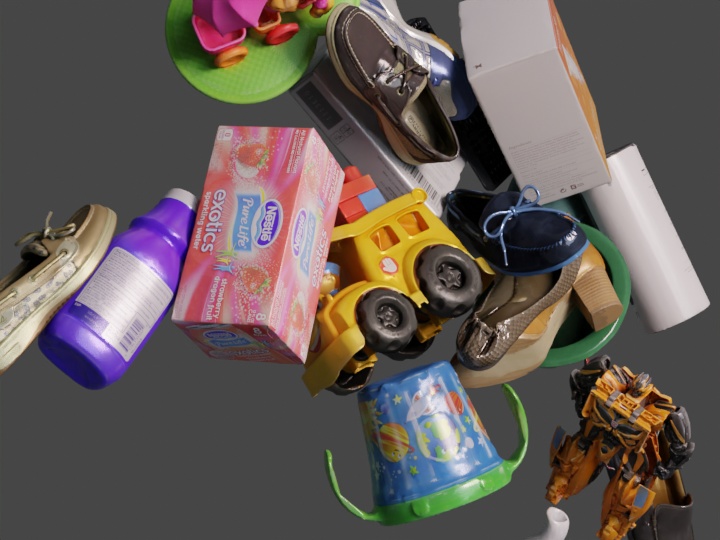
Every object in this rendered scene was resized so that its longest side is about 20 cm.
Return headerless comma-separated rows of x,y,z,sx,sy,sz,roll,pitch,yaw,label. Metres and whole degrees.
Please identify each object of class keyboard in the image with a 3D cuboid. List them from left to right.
0.114,-0.190,1.757,0.201,0.040,0.104,58,33,-9,keyboard

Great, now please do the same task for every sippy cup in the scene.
0.060,0.160,1.563,0.177,0.139,0.131,-19,88,-44,sippy cup

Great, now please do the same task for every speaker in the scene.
0.308,-0.034,1.795,0.081,0.081,0.201,-29,94,-38,speaker

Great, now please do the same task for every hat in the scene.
0.211,0.074,1.765,0.176,0.165,0.201,68,36,-57,hat

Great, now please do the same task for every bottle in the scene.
-0.205,0.011,1.465,0.083,0.065,0.200,42,56,-15,bottle

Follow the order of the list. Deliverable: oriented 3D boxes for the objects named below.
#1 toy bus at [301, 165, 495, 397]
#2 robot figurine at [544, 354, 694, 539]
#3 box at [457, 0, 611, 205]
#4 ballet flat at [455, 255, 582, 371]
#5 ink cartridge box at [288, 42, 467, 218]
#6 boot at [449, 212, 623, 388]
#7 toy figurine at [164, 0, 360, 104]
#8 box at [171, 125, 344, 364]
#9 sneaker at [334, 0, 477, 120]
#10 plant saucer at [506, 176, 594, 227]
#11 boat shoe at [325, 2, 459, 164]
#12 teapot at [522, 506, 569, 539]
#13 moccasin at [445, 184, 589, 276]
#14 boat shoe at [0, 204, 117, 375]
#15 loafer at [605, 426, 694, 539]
0.000,0.000,1.587,0.200,0.136,0.192,-29,81,-35,toy bus
0.256,0.180,1.650,0.145,0.201,0.058,34,48,22,robot figurine
0.183,-0.185,1.710,0.125,0.097,0.200,-94,160,-43,box
0.157,0.017,1.597,0.067,0.046,0.200,28,57,25,ballet flat
0.028,-0.160,1.702,0.200,0.043,0.174,49,33,-13,ink cartridge box
0.154,0.026,1.667,0.200,0.071,0.144,-24,52,-8,boot
-0.087,-0.257,1.509,0.199,0.184,0.151,-23,84,-7,toy figurine
-0.091,-0.024,1.500,0.095,0.102,0.201,54,44,-59,box
0.030,-0.213,1.657,0.200,0.075,0.088,42,44,-7,sneaker
0.247,-0.042,1.827,0.199,0.036,0.201,11,70,-33,plant saucer
0.038,-0.181,1.585,0.200,0.065,0.073,50,60,-38,boat shoe
0.183,0.370,1.586,0.200,0.146,0.198,44,56,-18,teapot
0.139,-0.041,1.591,0.080,0.200,0.068,-39,114,-25,moccasin
-0.283,0.007,1.405,0.063,0.073,0.200,46,56,-19,boat shoe
0.328,0.261,1.769,0.073,0.072,0.201,-24,91,-39,loafer
